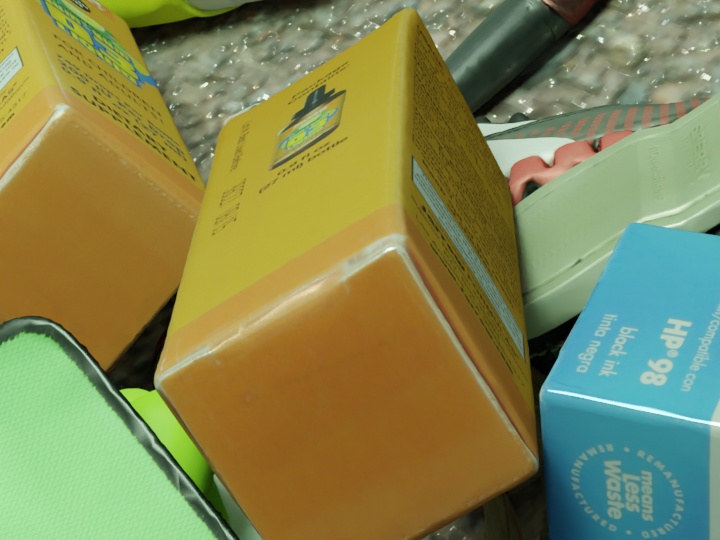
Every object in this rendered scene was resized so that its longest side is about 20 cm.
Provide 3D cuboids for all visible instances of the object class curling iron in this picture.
[{"bbox_3d":[0.069,-0.087,0.930,0.200,0.026,0.050,-37,39,-9],"label":"curling iron"}]

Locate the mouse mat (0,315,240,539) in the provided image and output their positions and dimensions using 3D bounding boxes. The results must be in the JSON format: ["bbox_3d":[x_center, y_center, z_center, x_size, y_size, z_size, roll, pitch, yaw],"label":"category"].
[{"bbox_3d":[-0.098,0.128,0.637,0.200,0.008,0.161,-42,70,2],"label":"mouse mat"}]

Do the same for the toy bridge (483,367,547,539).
[{"bbox_3d":[0.073,0.097,0.745,0.067,0.027,0.200,-36,43,-8],"label":"toy bridge"}]

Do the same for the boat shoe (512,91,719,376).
[{"bbox_3d":[0.124,-0.016,0.743,0.199,0.066,0.075,-30,29,22],"label":"boat shoe"}]

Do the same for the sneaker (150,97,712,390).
[{"bbox_3d":[0.029,-0.018,0.849,0.200,0.071,0.098,-20,45,11],"label":"sneaker"}]

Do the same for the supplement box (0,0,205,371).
[{"bbox_3d":[-0.102,-0.042,0.889,0.069,0.066,0.200,-50,25,7],"label":"supplement box"}]

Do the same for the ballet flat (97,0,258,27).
[{"bbox_3d":[-0.014,-0.136,0.999,0.200,0.067,0.067,-34,55,-7],"label":"ballet flat"}]

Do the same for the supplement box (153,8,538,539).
[{"bbox_3d":[0.000,0.000,0.701,0.066,0.069,0.200,-30,18,12],"label":"supplement box"}]

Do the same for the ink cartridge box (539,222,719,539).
[{"bbox_3d":[0.145,0.068,0.639,0.199,0.116,0.067,10,40,21],"label":"ink cartridge box"}]

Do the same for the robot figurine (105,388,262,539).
[{"bbox_3d":[-0.080,0.094,0.731,0.199,0.176,0.116,-10,59,-25],"label":"robot figurine"}]
